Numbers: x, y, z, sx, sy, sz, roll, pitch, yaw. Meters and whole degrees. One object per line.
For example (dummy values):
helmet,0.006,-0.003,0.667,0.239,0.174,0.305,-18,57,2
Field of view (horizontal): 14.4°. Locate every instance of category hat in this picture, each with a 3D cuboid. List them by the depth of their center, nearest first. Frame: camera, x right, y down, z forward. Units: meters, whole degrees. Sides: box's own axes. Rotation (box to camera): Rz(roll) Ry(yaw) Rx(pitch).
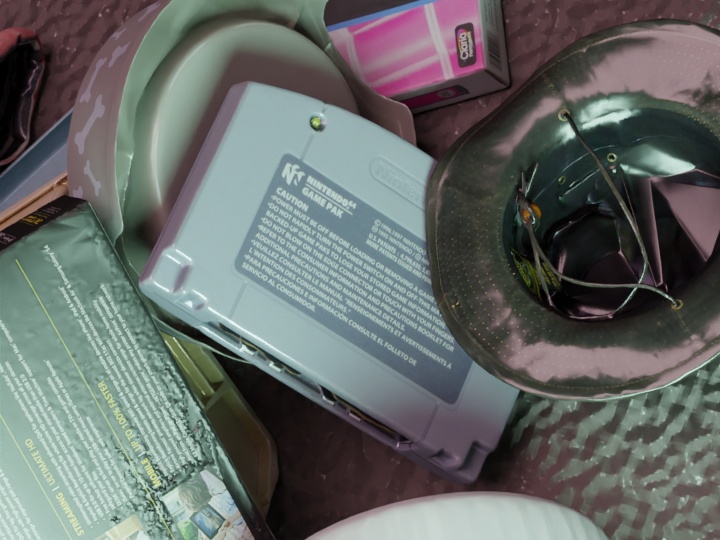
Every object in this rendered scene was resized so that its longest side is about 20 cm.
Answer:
hat,0.135,-0.016,1.378,0.200,0.081,0.201,-9,64,19

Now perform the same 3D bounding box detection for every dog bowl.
dog bowl,-0.061,-0.052,1.424,0.059,0.200,0.201,0,73,48

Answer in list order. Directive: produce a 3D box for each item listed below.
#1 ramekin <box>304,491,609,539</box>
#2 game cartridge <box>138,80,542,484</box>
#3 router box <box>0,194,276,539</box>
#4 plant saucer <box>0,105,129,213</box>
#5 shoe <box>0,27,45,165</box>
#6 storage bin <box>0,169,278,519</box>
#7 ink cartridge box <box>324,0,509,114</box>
ramekin,0.039,0.184,1.305,0.200,0.200,0.098,-25,56,20
game cartridge,0.000,0.000,1.387,0.041,0.200,0.133,-11,49,62
router box,-0.149,0.087,1.346,0.149,0.200,0.051,-31,13,-15
plant saucer,-0.174,-0.036,1.590,0.200,0.019,0.070,-41,58,14
shoe,-0.253,-0.064,1.593,0.091,0.072,0.200,6,53,28
storage bin,-0.175,0.090,1.461,0.200,0.094,0.199,-31,106,16
ink cartridge box,-0.018,-0.121,1.530,0.200,0.037,0.095,-15,68,26
